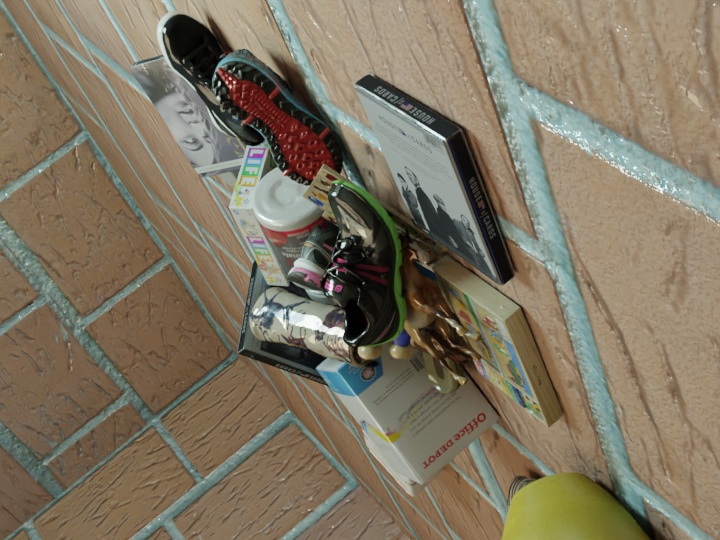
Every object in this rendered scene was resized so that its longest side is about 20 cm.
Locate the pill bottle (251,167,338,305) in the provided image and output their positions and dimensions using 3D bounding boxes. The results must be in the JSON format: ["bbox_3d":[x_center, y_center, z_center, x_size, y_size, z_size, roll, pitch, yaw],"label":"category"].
[{"bbox_3d":[-0.064,-0.043,1.519,0.111,0.111,0.200,41,164,39],"label":"pill bottle"}]

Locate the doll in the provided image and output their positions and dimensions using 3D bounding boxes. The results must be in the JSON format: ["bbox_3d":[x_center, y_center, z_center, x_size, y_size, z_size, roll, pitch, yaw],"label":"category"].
[{"bbox_3d":[0.035,0.026,1.349,0.200,0.136,0.049,87,-178,-46],"label":"doll"}]

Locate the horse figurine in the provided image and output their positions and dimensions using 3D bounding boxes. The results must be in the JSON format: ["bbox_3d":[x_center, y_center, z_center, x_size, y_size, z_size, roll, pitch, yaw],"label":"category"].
[{"bbox_3d":[0.085,0.054,1.292,0.133,0.050,0.200,44,165,25],"label":"horse figurine"}]

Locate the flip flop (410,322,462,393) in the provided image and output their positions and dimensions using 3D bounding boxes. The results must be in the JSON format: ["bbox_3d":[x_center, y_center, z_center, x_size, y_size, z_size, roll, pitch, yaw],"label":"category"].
[{"bbox_3d":[0.080,0.085,1.460,0.081,0.058,0.200,35,148,50],"label":"flip flop"}]

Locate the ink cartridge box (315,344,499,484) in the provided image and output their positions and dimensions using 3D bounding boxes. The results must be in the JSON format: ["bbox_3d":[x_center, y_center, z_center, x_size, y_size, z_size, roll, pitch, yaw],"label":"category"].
[{"bbox_3d":[0.064,0.173,1.595,0.200,0.147,0.146,53,167,-6],"label":"ink cartridge box"}]

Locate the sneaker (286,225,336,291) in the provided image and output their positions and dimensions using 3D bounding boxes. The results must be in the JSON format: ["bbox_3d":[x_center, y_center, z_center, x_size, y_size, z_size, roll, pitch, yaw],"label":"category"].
[{"bbox_3d":[0.000,0.000,1.460,0.080,0.087,0.200,14,173,41],"label":"sneaker"}]

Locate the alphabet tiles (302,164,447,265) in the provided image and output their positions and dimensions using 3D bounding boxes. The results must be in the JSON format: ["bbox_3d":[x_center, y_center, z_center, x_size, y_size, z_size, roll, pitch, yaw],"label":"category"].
[{"bbox_3d":[0.011,-0.057,1.330,0.167,0.008,0.200,32,169,-5],"label":"alphabet tiles"}]

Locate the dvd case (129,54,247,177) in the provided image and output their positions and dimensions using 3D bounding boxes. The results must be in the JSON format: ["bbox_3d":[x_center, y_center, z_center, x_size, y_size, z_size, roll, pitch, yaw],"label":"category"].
[{"bbox_3d":[-0.220,-0.223,1.596,0.148,0.016,0.200,-7,129,33],"label":"dvd case"}]

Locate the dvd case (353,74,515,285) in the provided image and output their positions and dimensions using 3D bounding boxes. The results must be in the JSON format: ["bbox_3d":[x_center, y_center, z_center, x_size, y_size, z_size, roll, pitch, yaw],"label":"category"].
[{"bbox_3d":[0.073,-0.087,1.106,0.150,0.025,0.200,39,162,44],"label":"dvd case"}]

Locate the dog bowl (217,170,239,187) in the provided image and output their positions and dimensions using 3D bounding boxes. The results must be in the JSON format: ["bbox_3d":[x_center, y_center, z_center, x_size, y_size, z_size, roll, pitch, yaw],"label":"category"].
[{"bbox_3d":[-0.220,-0.198,1.756,0.200,0.059,0.200,48,166,16],"label":"dog bowl"}]

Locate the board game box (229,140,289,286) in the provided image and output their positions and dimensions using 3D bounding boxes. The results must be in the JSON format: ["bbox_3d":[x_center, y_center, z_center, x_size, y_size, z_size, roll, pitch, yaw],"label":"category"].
[{"bbox_3d":[-0.126,-0.086,1.587,0.034,0.135,0.200,4,150,15],"label":"board game box"}]

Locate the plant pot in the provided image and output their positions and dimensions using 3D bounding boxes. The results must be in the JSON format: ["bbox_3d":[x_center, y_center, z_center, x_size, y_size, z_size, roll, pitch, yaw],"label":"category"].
[{"bbox_3d":[0.250,0.328,1.350,0.200,0.200,0.142,69,-175,-55],"label":"plant pot"}]

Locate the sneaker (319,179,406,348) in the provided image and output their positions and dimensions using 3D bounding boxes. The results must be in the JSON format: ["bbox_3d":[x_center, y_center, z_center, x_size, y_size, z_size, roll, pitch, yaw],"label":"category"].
[{"bbox_3d":[-0.002,-0.002,1.235,0.077,0.084,0.200,15,124,52],"label":"sneaker"}]

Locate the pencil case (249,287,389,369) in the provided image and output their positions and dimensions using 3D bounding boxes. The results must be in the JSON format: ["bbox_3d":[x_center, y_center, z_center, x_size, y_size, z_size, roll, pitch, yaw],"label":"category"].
[{"bbox_3d":[-0.058,0.075,1.518,0.200,0.078,0.089,12,172,37],"label":"pencil case"}]

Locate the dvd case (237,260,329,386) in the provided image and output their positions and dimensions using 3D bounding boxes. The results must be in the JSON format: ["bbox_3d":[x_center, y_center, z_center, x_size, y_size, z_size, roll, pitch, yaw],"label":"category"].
[{"bbox_3d":[-0.081,0.085,1.678,0.200,0.151,0.025,23,147,-27],"label":"dvd case"}]

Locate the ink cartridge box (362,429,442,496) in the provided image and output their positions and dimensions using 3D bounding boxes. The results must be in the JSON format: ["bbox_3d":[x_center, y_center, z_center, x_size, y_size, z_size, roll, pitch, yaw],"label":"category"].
[{"bbox_3d":[0.076,0.325,2.129,0.147,0.083,0.200,46,166,24],"label":"ink cartridge box"}]

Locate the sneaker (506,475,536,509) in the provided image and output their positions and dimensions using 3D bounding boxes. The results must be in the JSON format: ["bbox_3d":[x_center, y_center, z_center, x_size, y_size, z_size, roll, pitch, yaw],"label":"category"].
[{"bbox_3d":[0.278,0.378,1.629,0.201,0.076,0.115,62,174,-11],"label":"sneaker"}]

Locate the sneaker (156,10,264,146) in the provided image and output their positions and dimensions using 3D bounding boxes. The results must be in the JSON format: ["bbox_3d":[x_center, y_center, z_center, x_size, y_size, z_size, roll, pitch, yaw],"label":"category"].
[{"bbox_3d":[-0.175,-0.247,1.456,0.112,0.073,0.200,29,160,46],"label":"sneaker"}]

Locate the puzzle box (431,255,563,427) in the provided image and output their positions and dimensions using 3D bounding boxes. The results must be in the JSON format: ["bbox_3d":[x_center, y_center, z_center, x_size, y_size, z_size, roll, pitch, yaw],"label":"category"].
[{"bbox_3d":[0.157,0.082,1.287,0.133,0.025,0.200,39,163,47],"label":"puzzle box"}]

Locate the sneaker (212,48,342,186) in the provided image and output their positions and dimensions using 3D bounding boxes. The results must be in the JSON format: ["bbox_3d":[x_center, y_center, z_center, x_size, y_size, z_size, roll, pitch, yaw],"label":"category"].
[{"bbox_3d":[-0.089,-0.188,1.337,0.200,0.079,0.096,48,-159,-26],"label":"sneaker"}]
